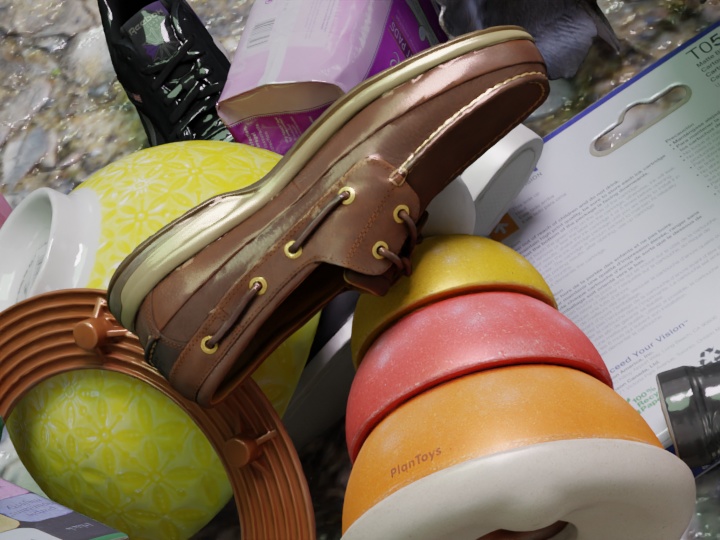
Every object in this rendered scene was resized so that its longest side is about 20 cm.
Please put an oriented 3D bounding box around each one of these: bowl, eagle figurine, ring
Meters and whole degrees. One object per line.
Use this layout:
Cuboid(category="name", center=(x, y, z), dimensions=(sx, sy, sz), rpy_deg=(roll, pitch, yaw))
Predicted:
Cuboid(category="bowl", center=(-0.112, 0.018, 1.021), dimensions=(0.200, 0.108, 0.200), rpy_deg=(-42, 34, 38))
Cuboid(category="eagle figurine", center=(0.074, -0.162, 1.050), dimensions=(0.200, 0.151, 0.152), rpy_deg=(-19, 12, -27))
Cuboid(category="ring", center=(-0.109, 0.106, 0.956), dimensions=(0.200, 0.201, 0.019), rpy_deg=(-2, 11, 29))

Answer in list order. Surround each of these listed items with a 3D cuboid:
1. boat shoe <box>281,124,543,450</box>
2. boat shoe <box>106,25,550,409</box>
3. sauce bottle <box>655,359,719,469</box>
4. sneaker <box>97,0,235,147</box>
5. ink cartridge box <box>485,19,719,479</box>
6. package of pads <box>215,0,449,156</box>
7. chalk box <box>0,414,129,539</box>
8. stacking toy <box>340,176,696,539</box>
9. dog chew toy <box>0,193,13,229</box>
Cuboid(category="boat shoe", center=(0.000, 0.000, 1.019), dimensions=(0.060, 0.074, 0.200), rpy_deg=(42, 106, 18))
Cuboid(category="boat shoe", center=(-0.003, -0.019, 0.889), dimensions=(0.200, 0.072, 0.068), rpy_deg=(-36, 69, 1))
Cuboid(category="sauce bottle", center=(0.218, 0.034, 0.886), dimensions=(0.200, 0.065, 0.065), rpy_deg=(-14, 45, 8))
Cuboid(category="sneaker", center=(-0.096, -0.092, 1.190), dimensions=(0.076, 0.088, 0.200), rpy_deg=(-34, 43, -2))
Cuboid(category="ink cartridge box", center=(0.164, -0.020, 1.002), dimensions=(0.200, 0.041, 0.200), rpy_deg=(-33, 42, 1))
Cuboid(category="package of pads", center=(0.000, -0.122, 1.136), dimensions=(0.076, 0.121, 0.200), rpy_deg=(-6, 48, 27))
Cuboid(category="chalk box", center=(-0.179, 0.154, 0.911), dimensions=(0.124, 0.200, 0.125), rpy_deg=(16, 19, 40))
Cuboid(category="stacking toy", center=(0.044, 0.034, 0.916), dimensions=(0.146, 0.146, 0.200), rpy_deg=(-21, 60, 13))
Cuboid(category="dog chew toy", center=(-0.271, 0.002, 1.191), dimensions=(0.200, 0.125, 0.125), rpy_deg=(-3, 50, 38))
